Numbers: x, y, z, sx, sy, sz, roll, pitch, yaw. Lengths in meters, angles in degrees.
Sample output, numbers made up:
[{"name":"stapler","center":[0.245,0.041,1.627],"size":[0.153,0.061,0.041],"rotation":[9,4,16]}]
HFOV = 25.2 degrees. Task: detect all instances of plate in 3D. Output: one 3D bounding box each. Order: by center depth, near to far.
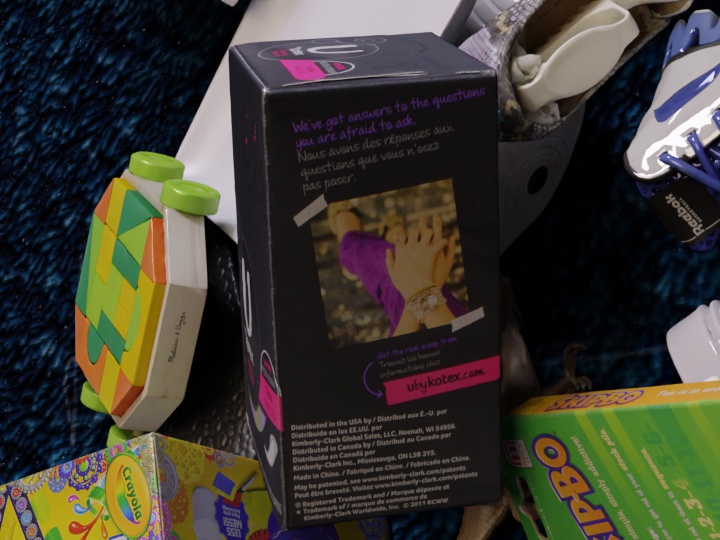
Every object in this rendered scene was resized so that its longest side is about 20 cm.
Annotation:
[{"name":"plate","center":[-0.019,-0.102,0.879],"size":[0.200,0.032,0.201],"rotation":[38,104,54]}]

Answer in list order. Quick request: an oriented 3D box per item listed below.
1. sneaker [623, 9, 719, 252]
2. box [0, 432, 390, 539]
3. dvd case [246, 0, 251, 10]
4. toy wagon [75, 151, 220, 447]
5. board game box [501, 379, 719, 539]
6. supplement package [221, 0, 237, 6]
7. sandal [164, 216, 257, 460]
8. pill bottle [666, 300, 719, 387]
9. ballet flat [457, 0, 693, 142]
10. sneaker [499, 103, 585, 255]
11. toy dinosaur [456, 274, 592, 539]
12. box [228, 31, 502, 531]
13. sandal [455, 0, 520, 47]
[{"name":"sneaker","center":[0.185,-0.065,0.717],"size":[0.116,0.080,0.199],"rotation":[-58,17,-18]},{"name":"box","center":[-0.109,0.182,0.819],"size":[0.192,0.200,0.123],"rotation":[-20,65,27]},{"name":"dvd case","center":[-0.018,-0.164,0.954],"size":[0.148,0.016,0.201],"rotation":[11,81,51]},{"name":"toy wagon","center":[-0.133,0.011,0.935],"size":[0.200,0.039,0.156],"rotation":[37,116,61]},{"name":"board game box","center":[0.143,0.097,0.694],"size":[0.199,0.030,0.096],"rotation":[-12,104,46]},{"name":"supplement package","center":[-0.088,-0.293,0.948],"size":[0.200,0.151,0.151],"rotation":[-53,23,10]},{"name":"sandal","center":[-0.075,0.050,0.937],"size":[0.075,0.048,0.202],"rotation":[-29,49,26]},{"name":"pill bottle","center":[0.236,0.004,0.694],"size":[0.200,0.109,0.109],"rotation":[-37,59,19]},{"name":"ballet flat","center":[0.127,-0.129,0.796],"size":[0.200,0.072,0.072],"rotation":[-42,52,-18]},{"name":"sneaker","center":[0.028,-0.039,0.871],"size":[0.112,0.073,0.201],"rotation":[36,98,37]},{"name":"toy dinosaur","center":[0.076,0.104,0.819],"size":[0.101,0.058,0.201],"rotation":[0,69,50]},{"name":"box","center":[0.000,0.000,0.741],"size":[0.122,0.105,0.202],"rotation":[-127,34,-70]},{"name":"sandal","center":[0.062,-0.138,0.896],"size":[0.202,0.050,0.083],"rotation":[-39,45,35]}]
